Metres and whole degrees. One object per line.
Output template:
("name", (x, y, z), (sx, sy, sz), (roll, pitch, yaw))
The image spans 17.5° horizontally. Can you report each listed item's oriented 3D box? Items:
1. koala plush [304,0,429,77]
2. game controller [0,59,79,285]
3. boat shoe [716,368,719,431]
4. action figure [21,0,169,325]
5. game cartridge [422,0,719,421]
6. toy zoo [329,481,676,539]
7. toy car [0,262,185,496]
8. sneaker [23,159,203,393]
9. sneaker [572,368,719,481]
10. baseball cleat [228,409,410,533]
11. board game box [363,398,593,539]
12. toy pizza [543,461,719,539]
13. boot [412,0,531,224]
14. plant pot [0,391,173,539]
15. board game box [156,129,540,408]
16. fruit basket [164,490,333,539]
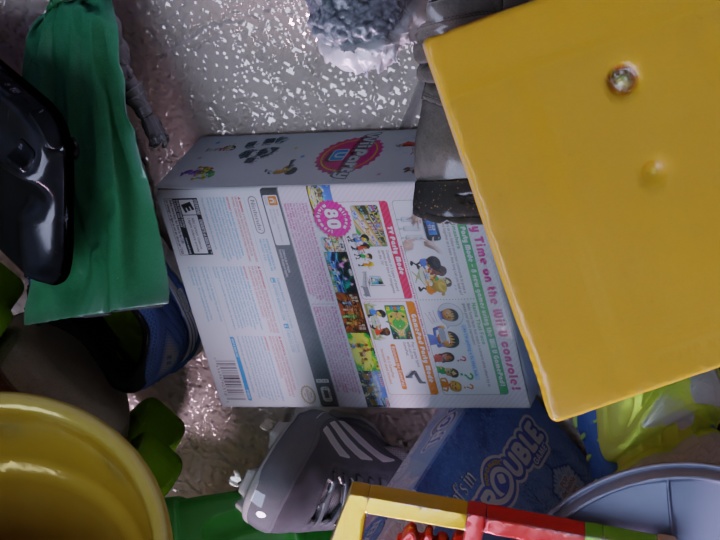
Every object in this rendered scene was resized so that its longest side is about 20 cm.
("koala plush", (-0.008, -0.196, 1.101), (0.183, 0.200, 0.178), (-19, 111, 34))
("game controller", (-0.208, -0.069, 1.308), (0.200, 0.042, 0.105), (39, 141, 50))
("boat shoe", (0.204, 0.136, 1.302), (0.074, 0.066, 0.201), (24, 111, 42))
("action figure", (-0.150, -0.075, 1.301), (0.118, 0.055, 0.202), (-7, 87, 36))
("game cartridge", (0.143, -0.048, 1.149), (0.175, 0.032, 0.201), (-18, 93, 4))
("toy zoo", (0.053, 0.182, 1.195), (0.198, 0.020, 0.132), (10, 106, 2))
("toy car", (-0.230, 0.125, 1.410), (0.164, 0.158, 0.200), (41, 97, -10))
("sneaker", (-0.161, -0.017, 1.367), (0.078, 0.089, 0.201), (-21, 107, 35))
("sneaker", (0.149, 0.079, 1.269), (0.105, 0.075, 0.202), (-165, 74, -65))
("baseball cleat", (-0.001, 0.122, 1.325), (0.106, 0.200, 0.070), (28, 102, 12))
("board game box", (0.091, 0.184, 1.305), (0.199, 0.200, 0.043), (48, 133, -10))
("toy pizza", (0.167, 0.191, 1.215), (0.199, 0.032, 0.202), (1, 106, 4))
("boot", (0.119, -0.089, 1.189), (0.198, 0.068, 0.132), (1, 95, -4))
("plant pot", (-0.195, 0.201, 1.294), (0.200, 0.201, 0.189), (19, 147, 14))
("board game box", (0.000, 0.000, 1.317), (0.199, 0.064, 0.148), (0, 121, 27))
("fruit basket", (-0.081, 0.230, 1.433), (0.214, 0.156, 0.216), (-5, 139, -4))
